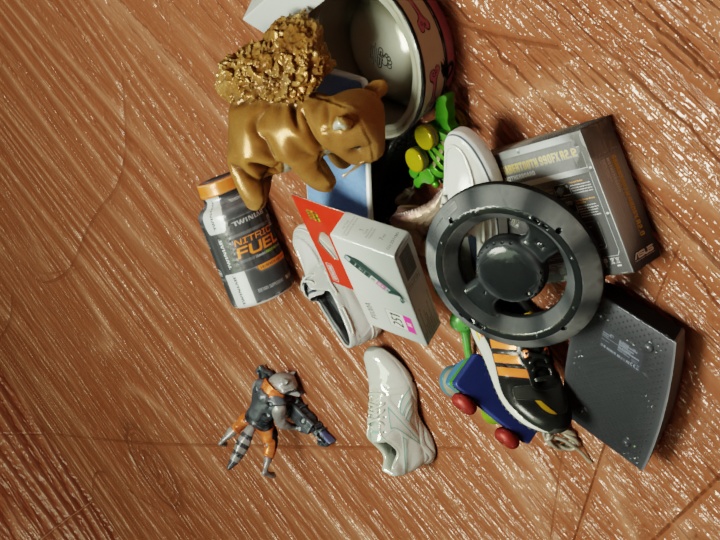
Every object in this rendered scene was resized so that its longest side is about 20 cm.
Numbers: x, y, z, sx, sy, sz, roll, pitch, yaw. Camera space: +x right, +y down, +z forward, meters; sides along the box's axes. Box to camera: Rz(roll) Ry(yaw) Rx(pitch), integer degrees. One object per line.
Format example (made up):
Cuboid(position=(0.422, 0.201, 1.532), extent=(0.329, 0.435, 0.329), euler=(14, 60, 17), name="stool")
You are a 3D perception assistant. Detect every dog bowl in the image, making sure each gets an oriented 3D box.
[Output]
Cuboid(position=(0.028, -0.259, 1.323), extent=(0.200, 0.074, 0.201), euler=(34, 138, 37), name="dog bowl")

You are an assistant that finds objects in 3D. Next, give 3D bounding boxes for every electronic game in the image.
Cuboid(position=(0.163, -0.004, 1.214), extent=(0.200, 0.042, 0.200), euler=(14, 126, 20), name="electronic game")

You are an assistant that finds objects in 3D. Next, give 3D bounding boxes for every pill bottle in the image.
Cuboid(position=(-0.185, -0.051, 1.752), extent=(0.106, 0.106, 0.200), euler=(-1, 113, 55), name="pill bottle")

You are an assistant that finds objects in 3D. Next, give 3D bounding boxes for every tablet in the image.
Cuboid(position=(-0.028, -0.148, 1.387), extent=(0.130, 0.014, 0.201), euler=(25, 125, 46), name="tablet")

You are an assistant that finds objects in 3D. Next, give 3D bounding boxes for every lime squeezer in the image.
Cuboid(position=(0.119, 0.039, 1.469), extent=(0.200, 0.038, 0.071), euler=(64, 179, -5), name="lime squeezer")

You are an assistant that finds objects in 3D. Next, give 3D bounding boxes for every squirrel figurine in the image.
Cuboid(position=(-0.063, -0.183, 1.273), extent=(0.186, 0.141, 0.200), euler=(-3, 119, 47), name="squirrel figurine")

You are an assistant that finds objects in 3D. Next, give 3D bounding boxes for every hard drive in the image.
Cuboid(position=(0.293, 0.114, 1.260), extent=(0.135, 0.042, 0.200), euler=(36, 141, 35), name="hard drive")

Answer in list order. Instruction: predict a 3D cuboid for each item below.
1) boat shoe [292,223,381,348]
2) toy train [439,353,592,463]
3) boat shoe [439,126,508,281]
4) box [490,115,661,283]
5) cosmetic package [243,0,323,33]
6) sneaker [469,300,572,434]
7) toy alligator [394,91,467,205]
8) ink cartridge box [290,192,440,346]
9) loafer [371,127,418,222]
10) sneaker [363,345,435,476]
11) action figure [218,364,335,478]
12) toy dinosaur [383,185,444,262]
Cuboid(position=(-0.049, 0.024, 1.652), extent=(0.200, 0.068, 0.072), euler=(59, 148, 4), name="boat shoe")
Cuboid(position=(0.192, 0.184, 1.439), extent=(0.200, 0.085, 0.116), euler=(39, 168, -9), name="toy train")
Cuboid(position=(0.121, -0.057, 1.261), extent=(0.073, 0.065, 0.200), euler=(10, 122, 53), name="boat shoe")
Cuboid(position=(0.213, -0.068, 1.229), extent=(0.200, 0.048, 0.159), euler=(-11, 103, 57), name="box")
Cuboid(position=(-0.047, -0.365, 1.279), extent=(0.052, 0.151, 0.200), euler=(28, 158, -23), name="cosmetic package")
Cuboid(position=(0.192, 0.095, 1.330), extent=(0.090, 0.070, 0.200), euler=(108, 146, -44), name="sneaker")
Cuboid(position=(0.090, -0.128, 1.348), extent=(0.054, 0.059, 0.200), euler=(48, 146, 20), name="toy alligator")
Cuboid(position=(0.000, 0.000, 1.400), extent=(0.173, 0.044, 0.200), euler=(19, 153, 28), name="ink cartridge box")
Cuboid(position=(0.021, -0.121, 1.451), extent=(0.071, 0.073, 0.200), euler=(51, 139, 27), name="loafer")
Cuboid(position=(0.044, 0.208, 1.653), extent=(0.070, 0.080, 0.201), euler=(-5, 108, 58), name="sneaker")
Cuboid(position=(-0.147, 0.261, 1.924), extent=(0.200, 0.104, 0.194), euler=(34, 111, 30), name="action figure")
Cuboid(position=(0.066, -0.047, 1.377), extent=(0.135, 0.086, 0.200), euler=(27, 160, 16), name="toy dinosaur")
